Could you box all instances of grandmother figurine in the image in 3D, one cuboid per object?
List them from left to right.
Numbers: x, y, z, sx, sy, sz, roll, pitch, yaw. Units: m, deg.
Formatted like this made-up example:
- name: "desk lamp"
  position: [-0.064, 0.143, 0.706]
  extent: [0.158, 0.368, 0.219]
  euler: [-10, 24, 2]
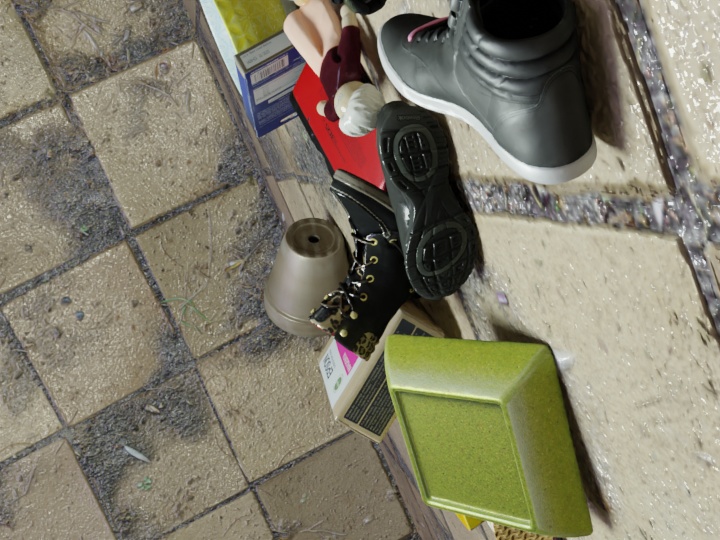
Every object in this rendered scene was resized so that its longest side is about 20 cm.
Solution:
- name: "grandmother figurine"
  position: [-0.027, -0.207, 0.818]
  extent: [0.123, 0.059, 0.202]
  euler: [97, 155, -46]

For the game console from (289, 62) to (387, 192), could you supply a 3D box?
- name: "game console"
  position: [0.010, -0.157, 0.954]
  extent: [0.203, 0.117, 0.173]
  euler: [61, 140, 20]

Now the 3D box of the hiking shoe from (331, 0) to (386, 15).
- name: "hiking shoe"
  position: [-0.021, -0.256, 0.662]
  extent: [0.200, 0.074, 0.103]
  euler: [-153, 41, -75]

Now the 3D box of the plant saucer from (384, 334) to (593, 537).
- name: "plant saucer"
  position: [0.109, 0.167, 0.774]
  extent: [0.197, 0.048, 0.204]
  euler: [0, 114, 45]

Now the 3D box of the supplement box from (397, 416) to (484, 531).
- name: "supplement box"
  position: [0.125, 0.203, 0.966]
  extent: [0.112, 0.107, 0.200]
  euler: [65, 171, -11]

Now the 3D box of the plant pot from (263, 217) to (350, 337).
- name: "plant pot"
  position: [-0.095, -0.001, 1.592]
  extent: [0.176, 0.196, 0.202]
  euler: [97, 150, -43]

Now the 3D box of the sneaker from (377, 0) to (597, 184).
- name: "sneaker"
  position: [0.067, -0.142, 0.477]
  extent: [0.200, 0.070, 0.101]
  euler: [49, 162, 43]

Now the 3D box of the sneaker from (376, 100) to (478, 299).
- name: "sneaker"
  position: [0.060, -0.069, 0.763]
  extent: [0.091, 0.074, 0.204]
  euler: [-111, 7, -63]

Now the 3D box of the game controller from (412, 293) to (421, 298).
- name: "game controller"
  position: [0.027, -0.052, 1.060]
  extent: [0.202, 0.041, 0.105]
  euler: [58, 173, 37]

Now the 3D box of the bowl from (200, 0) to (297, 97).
- name: "bowl"
  position: [-0.140, -0.332, 1.078]
  extent: [0.203, 0.106, 0.201]
  euler: [62, 171, 17]

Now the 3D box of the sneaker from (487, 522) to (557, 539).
- name: "sneaker"
  position: [0.196, 0.313, 1.013]
  extent: [0.090, 0.074, 0.201]
  euler: [51, -177, -39]

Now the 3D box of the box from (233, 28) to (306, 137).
- name: "box"
  position: [-0.093, -0.240, 1.001]
  extent: [0.033, 0.120, 0.200]
  euler: [57, 171, 9]

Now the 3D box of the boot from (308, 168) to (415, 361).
- name: "boot"
  position: [0.000, 0.000, 0.849]
  extent: [0.073, 0.152, 0.200]
  euler: [31, 173, 37]

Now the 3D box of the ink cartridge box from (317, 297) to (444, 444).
- name: "ink cartridge box"
  position: [0.020, 0.104, 1.067]
  extent: [0.074, 0.167, 0.200]
  euler: [29, -171, -17]
